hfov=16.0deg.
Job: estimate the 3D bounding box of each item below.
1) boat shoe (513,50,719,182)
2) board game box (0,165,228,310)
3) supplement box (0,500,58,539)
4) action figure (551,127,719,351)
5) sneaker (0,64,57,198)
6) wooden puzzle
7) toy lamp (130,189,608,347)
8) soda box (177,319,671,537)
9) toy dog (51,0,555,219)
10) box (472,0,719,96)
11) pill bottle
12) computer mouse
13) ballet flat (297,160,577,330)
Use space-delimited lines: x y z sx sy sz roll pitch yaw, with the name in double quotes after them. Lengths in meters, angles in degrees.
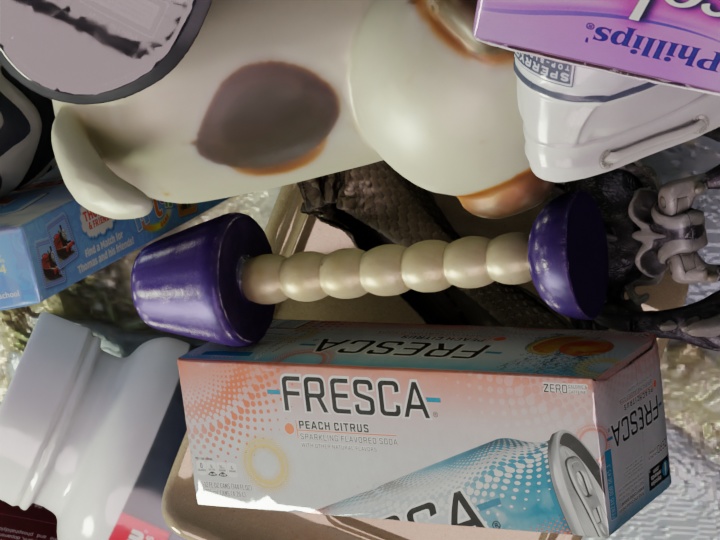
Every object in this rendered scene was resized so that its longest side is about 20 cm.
0.133 -0.087 0.957 0.074 0.199 0.066 37 136 43 "boat shoe"
-0.157 -0.016 1.092 0.150 0.200 0.037 -9 102 23 "board game box"
-0.173 0.174 1.262 0.108 0.201 0.061 10 135 7 "supplement box"
0.144 -0.018 1.045 0.102 0.200 0.120 -3 97 -27 "action figure"
-0.155 -0.130 1.073 0.079 0.129 0.200 -24 83 35 "sneaker"
0.028 0.053 1.150 0.184 0.037 0.201 21 99 -4 "wooden puzzle"
0.000 0.000 1.041 0.199 0.058 0.058 -4 130 24 "toy lamp"
0.024 0.062 1.054 0.199 0.063 0.069 1 106 32 "soda box"
-0.010 -0.090 0.990 0.199 0.194 0.140 6 121 20 "toy dog"
0.111 -0.196 0.861 0.096 0.176 0.201 12 134 5 "box"
-0.079 0.101 1.225 0.199 0.120 0.120 24 133 -6 "pill bottle"
-0.067 -0.152 0.918 0.138 0.053 0.200 30 108 -8 "computer mouse"
0.041 0.015 1.088 0.200 0.046 0.067 50 148 -4 "ballet flat"
